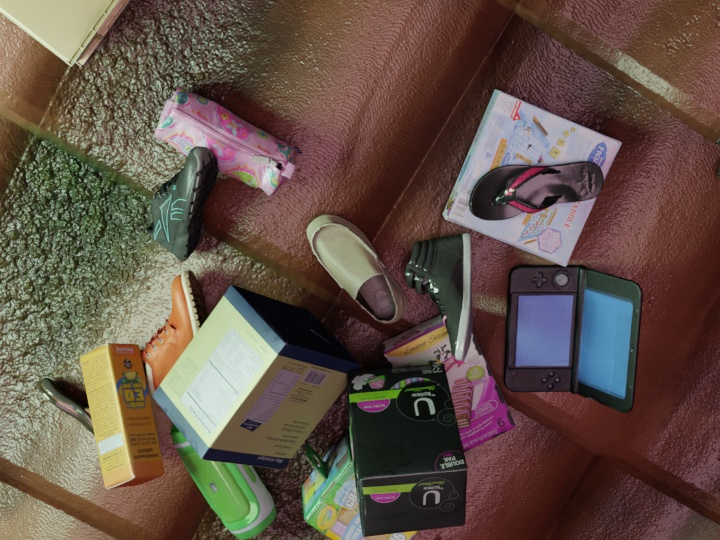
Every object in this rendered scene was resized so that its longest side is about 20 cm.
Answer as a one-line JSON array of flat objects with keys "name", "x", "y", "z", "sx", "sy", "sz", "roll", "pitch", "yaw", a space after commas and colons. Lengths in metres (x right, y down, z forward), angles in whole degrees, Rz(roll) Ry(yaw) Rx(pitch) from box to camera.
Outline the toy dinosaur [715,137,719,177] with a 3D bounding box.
[{"name": "toy dinosaur", "x": 0.565, "y": -0.183, "z": 1.572, "sx": 0.088, "sy": 0.047, "sz": 0.201, "roll": -25, "pitch": 105, "yaw": -12}]

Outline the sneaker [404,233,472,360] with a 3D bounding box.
[{"name": "sneaker", "x": 0.113, "y": 0.039, "z": 1.552, "sx": 0.098, "sy": 0.071, "sz": 0.202, "roll": -1, "pitch": 62, "yaw": 6}]

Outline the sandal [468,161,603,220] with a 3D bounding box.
[{"name": "sandal", "x": 0.252, "y": -0.117, "z": 1.524, "sx": 0.198, "sy": 0.045, "sz": 0.076, "roll": -11, "pitch": 105, "yaw": -1}]

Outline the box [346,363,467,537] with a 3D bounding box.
[{"name": "box", "x": 0.061, "y": 0.247, "z": 1.490, "sx": 0.147, "sy": 0.201, "sz": 0.125, "roll": -5, "pitch": 130, "yaw": -3}]

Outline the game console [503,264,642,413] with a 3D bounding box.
[{"name": "game console", "x": 0.311, "y": 0.101, "z": 1.592, "sx": 0.174, "sy": 0.116, "sz": 0.202, "roll": 0, "pitch": 104, "yaw": -4}]

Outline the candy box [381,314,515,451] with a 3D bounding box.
[{"name": "candy box", "x": 0.134, "y": 0.174, "z": 1.627, "sx": 0.136, "sy": 0.061, "sz": 0.201, "roll": -26, "pitch": 104, "yaw": 4}]

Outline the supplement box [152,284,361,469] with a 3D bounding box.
[{"name": "supplement box", "x": -0.144, "y": 0.156, "z": 1.517, "sx": 0.134, "sy": 0.200, "sz": 0.200, "roll": 43, "pitch": 101, "yaw": 33}]

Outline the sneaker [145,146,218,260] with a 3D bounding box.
[{"name": "sneaker", "x": -0.255, "y": -0.098, "z": 1.497, "sx": 0.079, "sy": 0.076, "sz": 0.201, "roll": 28, "pitch": 132, "yaw": 6}]

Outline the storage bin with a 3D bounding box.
[{"name": "storage bin", "x": -0.404, "y": -0.411, "z": 1.424, "sx": 0.200, "sy": 0.094, "sz": 0.199, "roll": 37, "pitch": 99, "yaw": -12}]

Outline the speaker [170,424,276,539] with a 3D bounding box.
[{"name": "speaker", "x": -0.207, "y": 0.307, "z": 1.627, "sx": 0.088, "sy": 0.089, "sz": 0.201, "roll": -29, "pitch": 104, "yaw": 4}]

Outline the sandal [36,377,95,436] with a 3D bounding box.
[{"name": "sandal", "x": -0.393, "y": 0.216, "z": 1.606, "sx": 0.200, "sy": 0.082, "sz": 0.055, "roll": 39, "pitch": 77, "yaw": -5}]

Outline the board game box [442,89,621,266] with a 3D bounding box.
[{"name": "board game box", "x": 0.249, "y": -0.134, "z": 1.565, "sx": 0.198, "sy": 0.041, "sz": 0.201, "roll": 21, "pitch": 102, "yaw": -9}]

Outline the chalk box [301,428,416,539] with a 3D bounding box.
[{"name": "chalk box", "x": -0.011, "y": 0.338, "z": 1.628, "sx": 0.199, "sy": 0.124, "sz": 0.124, "roll": 36, "pitch": 100, "yaw": -10}]

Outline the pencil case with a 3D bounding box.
[{"name": "pencil case", "x": -0.186, "y": -0.179, "z": 1.502, "sx": 0.199, "sy": 0.087, "sz": 0.088, "roll": 28, "pitch": 101, "yaw": -9}]

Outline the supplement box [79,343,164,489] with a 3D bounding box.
[{"name": "supplement box", "x": -0.345, "y": 0.208, "z": 1.548, "sx": 0.069, "sy": 0.066, "sz": 0.202, "roll": -27, "pitch": 72, "yaw": 31}]

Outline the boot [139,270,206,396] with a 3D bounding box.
[{"name": "boot", "x": -0.277, "y": 0.098, "z": 1.577, "sx": 0.106, "sy": 0.075, "sz": 0.202, "roll": -1, "pitch": 106, "yaw": 2}]

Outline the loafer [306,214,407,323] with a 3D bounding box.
[{"name": "loafer", "x": 0.000, "y": 0.000, "z": 1.569, "sx": 0.076, "sy": 0.068, "sz": 0.200, "roll": -42, "pitch": 103, "yaw": 7}]
